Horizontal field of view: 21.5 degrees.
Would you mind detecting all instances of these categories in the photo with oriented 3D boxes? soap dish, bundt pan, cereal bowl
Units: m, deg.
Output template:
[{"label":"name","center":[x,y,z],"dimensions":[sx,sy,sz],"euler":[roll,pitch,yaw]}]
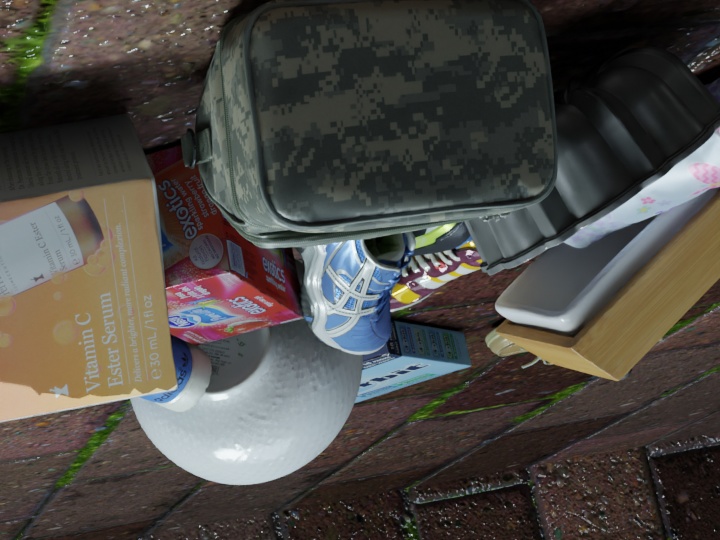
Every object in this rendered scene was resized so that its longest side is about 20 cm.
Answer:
[{"label":"soap dish","center":[0.217,0.001,1.548],"dimensions":[0.200,0.081,0.157],"euler":[-44,-165,-12]},{"label":"bundt pan","center":[0.146,-0.084,1.284],"dimensions":[0.202,0.076,0.202],"euler":[-34,-174,4]},{"label":"cereal bowl","center":[-0.103,0.069,1.550],"dimensions":[0.199,0.201,0.083],"euler":[-15,155,10]}]

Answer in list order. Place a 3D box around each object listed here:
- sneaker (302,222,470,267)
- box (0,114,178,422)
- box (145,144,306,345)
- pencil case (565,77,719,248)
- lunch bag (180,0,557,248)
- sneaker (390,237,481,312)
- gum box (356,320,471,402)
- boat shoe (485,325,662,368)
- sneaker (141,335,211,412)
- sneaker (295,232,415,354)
[{"label":"sneaker","center":[0.011,-0.050,1.482],"dimensions":[0.083,0.072,0.200],"euler":[37,143,-27]},{"label":"box","center":[-0.225,0.004,1.188],"dimensions":[0.199,0.153,0.106],"euler":[-11,-152,-11]},{"label":"box","center":[-0.116,-0.016,1.379],"dimensions":[0.095,0.100,0.200],"euler":[-14,167,11]},{"label":"pencil case","center":[0.229,-0.084,1.455],"dimensions":[0.200,0.083,0.091],"euler":[-24,159,37]},{"label":"lunch bag","center":[0.005,-0.089,1.140],"dimensions":[0.199,0.140,0.168],"euler":[-7,-178,-18]},{"label":"sneaker","center":[0.069,-0.024,1.585],"dimensions":[0.199,0.075,0.090],"euler":[-23,168,4]},{"label":"gum box","center":[0.003,0.103,2.092],"dimensions":[0.169,0.045,0.200],"euler":[-19,166,26]},{"label":"boat shoe","center":[0.239,0.070,2.135],"dimensions":[0.199,0.063,0.073],"euler":[-15,167,12]},{"label":"sneaker","center":[-0.211,0.042,1.500],"dimensions":[0.111,0.077,0.200],"euler":[30,-178,-42]},{"label":"sneaker","center":[0.000,0.000,1.423],"dimensions":[0.077,0.076,0.200],"euler":[15,147,23]}]
